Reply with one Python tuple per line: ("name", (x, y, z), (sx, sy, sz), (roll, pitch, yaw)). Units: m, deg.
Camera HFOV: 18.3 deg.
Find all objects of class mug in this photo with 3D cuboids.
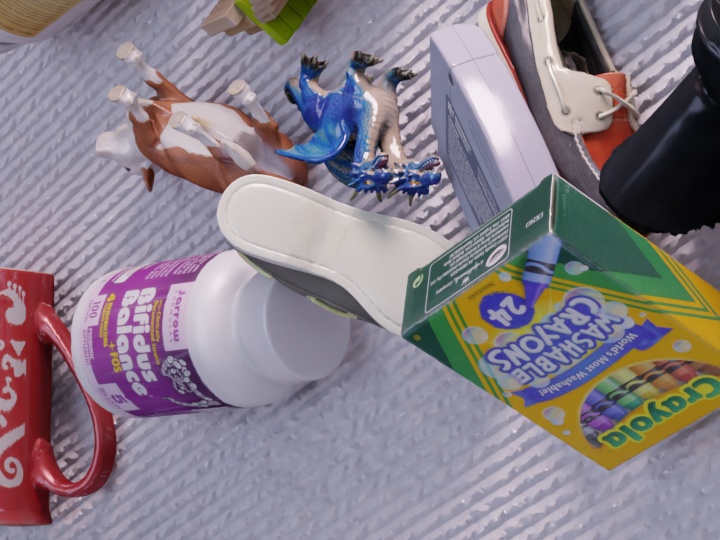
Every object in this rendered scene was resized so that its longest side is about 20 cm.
("mug", (-0.283, 0.099, 1.777), (0.133, 0.177, 0.200), (158, 115, -80))

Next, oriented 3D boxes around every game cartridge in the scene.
("game cartridge", (0.091, -0.050, 1.385), (0.133, 0.041, 0.200), (93, 159, -56))

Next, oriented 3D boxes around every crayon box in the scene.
("crayon box", (0.140, 0.041, 1.287), (0.126, 0.200, 0.052), (-36, 32, 38))

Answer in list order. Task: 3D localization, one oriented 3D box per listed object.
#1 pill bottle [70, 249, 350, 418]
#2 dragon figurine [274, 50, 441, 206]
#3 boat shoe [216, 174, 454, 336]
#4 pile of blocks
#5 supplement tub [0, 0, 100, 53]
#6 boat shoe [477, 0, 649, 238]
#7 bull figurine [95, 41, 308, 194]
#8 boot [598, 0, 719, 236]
("pill bottle", (-0.105, 0.044, 1.586), (0.200, 0.112, 0.112), (-9, 82, 44))
("dragon figurine", (-0.016, -0.092, 1.511), (0.200, 0.059, 0.100), (4, 78, 53))
("boat shoe", (0.001, -0.003, 1.478), (0.202, 0.060, 0.072), (25, 80, 4))
("pile of blocks", (-0.026, -0.203, 1.544), (0.200, 0.062, 0.082), (-33, 24, 42))
("supplement tub", (-0.245, -0.262, 1.709), (0.200, 0.145, 0.145), (-29, 69, 40))
("boat shoe", (0.138, -0.108, 1.385), (0.063, 0.071, 0.200), (-44, 56, 31))
("bull figurine", (-0.124, -0.099, 1.621), (0.200, 0.121, 0.065), (16, 66, 36))
("boot", (0.195, -0.083, 1.244), (0.076, 0.200, 0.168), (44, 119, 10))
